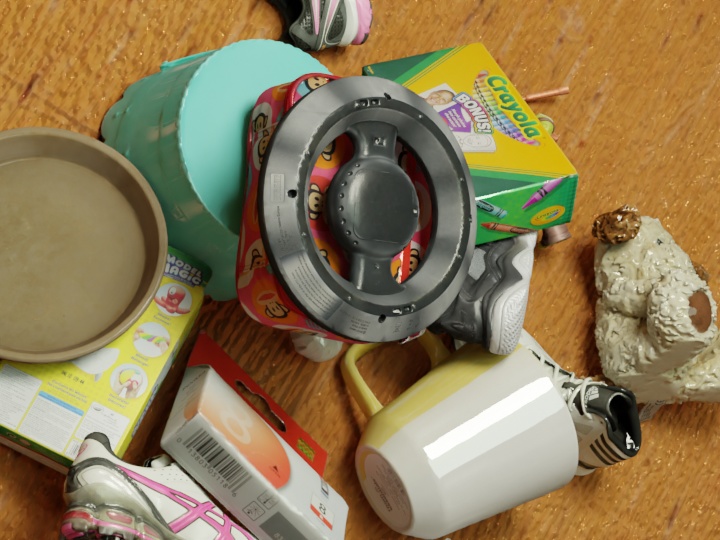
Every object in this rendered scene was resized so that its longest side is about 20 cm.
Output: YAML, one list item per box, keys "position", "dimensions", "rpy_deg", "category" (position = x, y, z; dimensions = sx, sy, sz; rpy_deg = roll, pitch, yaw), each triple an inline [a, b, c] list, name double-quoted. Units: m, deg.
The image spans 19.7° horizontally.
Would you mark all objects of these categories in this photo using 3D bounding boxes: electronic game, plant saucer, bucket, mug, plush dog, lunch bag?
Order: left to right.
- position: [-0.249, -0.018, 1.603]
  dimensions: [0.199, 0.029, 0.201]
  rpy_deg: [3, 65, -8]
  category: "plant saucer"
- position: [-0.101, -0.087, 1.694]
  dimensions: [0.207, 0.135, 0.208]
  rpy_deg: [9, 74, -32]
  category: "bucket"
- position: [-0.004, -0.043, 1.620]
  dimensions: [0.176, 0.082, 0.201]
  rpy_deg: [12, 74, -34]
  category: "lunch bag"
- position: [0.008, -0.046, 1.551]
  dimensions: [0.199, 0.042, 0.201]
  rpy_deg: [4, 83, -36]
  category: "electronic game"
- position: [0.069, 0.145, 1.764]
  dimensions: [0.153, 0.186, 0.150]
  rpy_deg: [-27, 125, -26]
  category: "mug"
- position: [0.266, 0.031, 1.921]
  dimensions: [0.200, 0.160, 0.172]
  rpy_deg: [39, 39, -50]
  category: "plush dog"

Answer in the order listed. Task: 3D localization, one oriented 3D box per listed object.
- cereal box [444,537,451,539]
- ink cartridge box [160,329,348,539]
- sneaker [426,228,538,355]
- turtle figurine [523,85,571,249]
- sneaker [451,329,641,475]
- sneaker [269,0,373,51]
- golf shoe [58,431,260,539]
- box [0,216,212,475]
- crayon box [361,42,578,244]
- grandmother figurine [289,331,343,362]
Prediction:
- position: [0.099, 0.338, 1.711]
  dimensions: [0.200, 0.040, 0.144]
  rpy_deg: [40, 63, 12]
  category: "cereal box"
- position: [-0.073, 0.133, 1.640]
  dimensions: [0.162, 0.050, 0.200]
  rpy_deg: [46, 22, -15]
  category: "ink cartridge box"
- position: [0.090, -0.007, 1.773]
  dimensions: [0.113, 0.076, 0.200]
  rpy_deg: [9, 34, 4]
  category: "sneaker"
- position: [0.142, -0.097, 1.897]
  dimensions: [0.200, 0.064, 0.162]
  rpy_deg: [-18, 87, -35]
  category: "turtle figurine"
- position: [0.178, 0.095, 1.838]
  dimensions: [0.201, 0.115, 0.076]
  rpy_deg: [46, 58, -14]
  category: "sneaker"
- position: [-0.062, -0.284, 1.812]
  dimensions: [0.086, 0.080, 0.201]
  rpy_deg: [-21, 83, -24]
  category: "sneaker"
- position: [-0.134, 0.184, 1.554]
  dimensions: [0.200, 0.072, 0.092]
  rpy_deg: [28, 55, -38]
  category: "golf shoe"
- position: [-0.206, 0.059, 1.615]
  dimensions: [0.117, 0.048, 0.200]
  rpy_deg: [26, 66, 2]
  category: "box"
- position: [0.090, -0.110, 1.791]
  dimensions: [0.118, 0.058, 0.200]
  rpy_deg: [-13, 45, -19]
  category: "crayon box"
- position: [0.000, 0.000, 1.783]
  dimensions: [0.121, 0.061, 0.200]
  rpy_deg: [33, 57, 5]
  category: "grandmother figurine"
